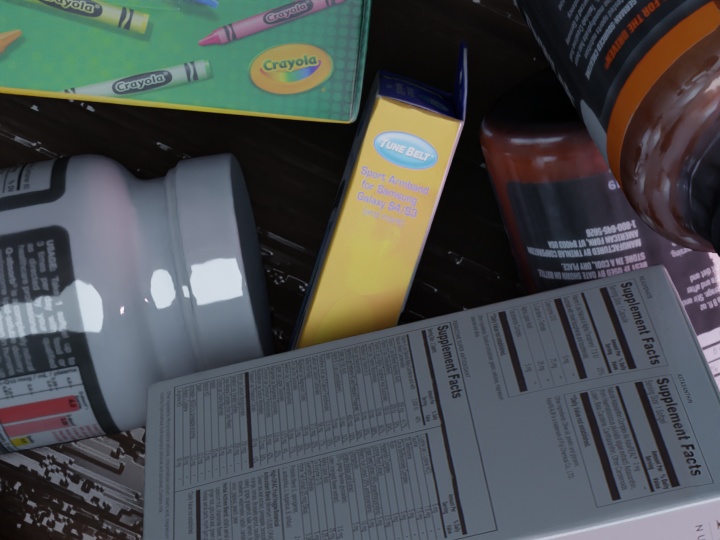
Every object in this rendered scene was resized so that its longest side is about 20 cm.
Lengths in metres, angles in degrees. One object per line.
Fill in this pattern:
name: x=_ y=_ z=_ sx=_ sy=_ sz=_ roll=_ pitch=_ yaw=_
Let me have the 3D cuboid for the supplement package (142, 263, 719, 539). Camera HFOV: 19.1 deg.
supplement package: x=0.038 y=0.117 z=0.756 sx=0.199 sy=0.151 sz=0.152 roll=-13 pitch=118 yaw=2

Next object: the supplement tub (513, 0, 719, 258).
supplement tub: x=0.118 y=-0.080 z=0.727 sx=0.106 sy=0.201 sz=0.107 roll=-13 pitch=139 yaw=-12

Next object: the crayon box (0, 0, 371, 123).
crayon box: x=-0.096 y=-0.106 z=0.851 sx=0.199 sy=0.119 sz=0.059 roll=5 pitch=107 yaw=-1

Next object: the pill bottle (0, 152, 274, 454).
pill bottle: x=-0.141 y=0.016 z=0.876 sx=0.199 sy=0.116 sz=0.117 roll=-10 pitch=100 yaw=2

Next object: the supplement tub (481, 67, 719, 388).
supplement tub: x=0.123 y=0.015 z=0.868 sx=0.106 sy=0.107 sz=0.201 roll=-17 pitch=110 yaw=3

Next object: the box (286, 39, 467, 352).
box: x=0.000 y=0.000 z=0.873 sx=0.041 sy=0.119 sz=0.201 roll=16 pitch=99 yaw=-2
